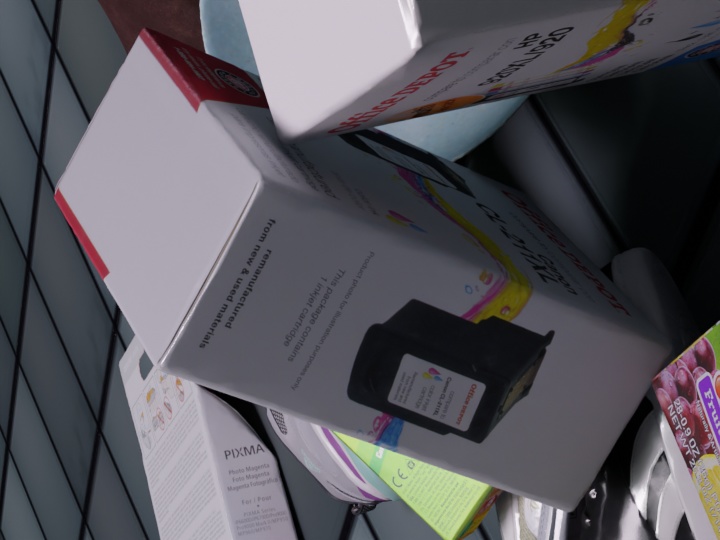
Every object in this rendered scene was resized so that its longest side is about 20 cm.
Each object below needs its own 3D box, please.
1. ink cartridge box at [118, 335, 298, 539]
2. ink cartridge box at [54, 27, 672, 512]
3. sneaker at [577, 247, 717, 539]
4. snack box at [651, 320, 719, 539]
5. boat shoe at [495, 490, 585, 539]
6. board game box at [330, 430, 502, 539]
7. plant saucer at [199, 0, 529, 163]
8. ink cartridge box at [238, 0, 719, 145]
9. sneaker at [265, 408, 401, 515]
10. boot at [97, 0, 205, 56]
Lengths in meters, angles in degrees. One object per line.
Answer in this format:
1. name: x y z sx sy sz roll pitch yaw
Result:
1. ink cartridge box: -0.100 0.126 1.599 0.163 0.057 0.201 129 133 -62
2. ink cartridge box: 0.000 0.000 0.952 0.083 0.199 0.146 -60 33 14
3. sneaker: 0.100 0.100 0.999 0.073 0.111 0.201 1 -109 -69
4. snack box: 0.193 0.071 0.839 0.169 0.067 0.200 68 155 17
5. boat shoe: 0.107 0.154 1.083 0.065 0.074 0.203 152 113 -66
6. board game box: -0.002 0.021 1.107 0.200 0.030 0.096 42 118 16
7. plant saucer: 0.019 -0.134 1.084 0.200 0.039 0.202 -6 79 31
8. ink cartridge box: 0.062 -0.143 0.858 0.147 0.199 0.145 153 103 -67
9. sneaker: -0.027 0.038 1.325 0.140 0.077 0.201 -40 64 64
10. boot: -0.113 -0.128 1.304 0.073 0.199 0.167 -83 0 -46
